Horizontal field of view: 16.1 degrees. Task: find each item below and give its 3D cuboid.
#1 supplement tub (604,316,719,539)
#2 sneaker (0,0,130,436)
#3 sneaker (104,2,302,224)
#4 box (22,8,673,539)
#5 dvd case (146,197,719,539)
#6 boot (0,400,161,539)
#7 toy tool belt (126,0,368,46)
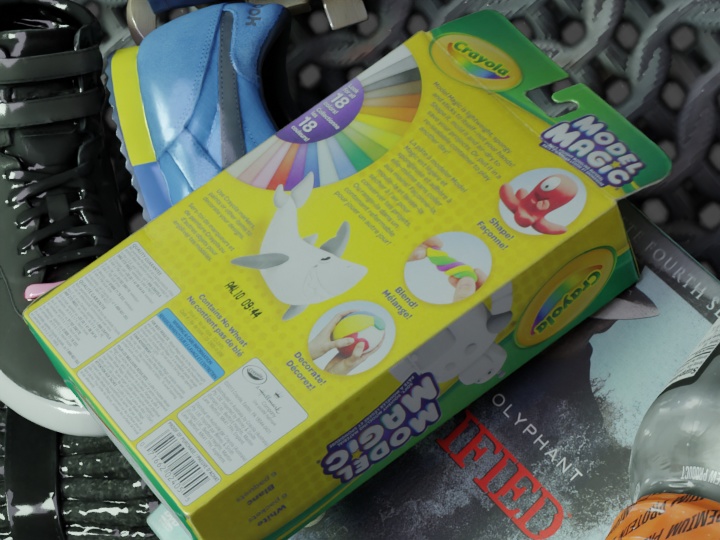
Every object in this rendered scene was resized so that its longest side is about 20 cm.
[{"bbox_3d":[0.162,0.040,0.750,0.122,0.123,0.200,26,62,29],"label":"supplement tub"},{"bbox_3d":[-0.118,-0.029,0.938,0.071,0.099,0.200,-9,40,-14],"label":"sneaker"},{"bbox_3d":[-0.030,-0.001,0.938,0.078,0.066,0.200,-16,89,12],"label":"sneaker"},{"bbox_3d":[0.000,0.000,0.852,0.200,0.048,0.117,-36,51,-9],"label":"box"},{"bbox_3d":[0.035,0.061,0.861,0.200,0.022,0.146,-44,51,0],"label":"dvd case"},{"bbox_3d":[-0.139,0.037,0.995,0.158,0.079,0.211,-24,69,20],"label":"boot"},{"bbox_3d":[-0.046,-0.140,0.963,0.200,0.125,0.123,-20,72,3],"label":"toy tool belt"}]
